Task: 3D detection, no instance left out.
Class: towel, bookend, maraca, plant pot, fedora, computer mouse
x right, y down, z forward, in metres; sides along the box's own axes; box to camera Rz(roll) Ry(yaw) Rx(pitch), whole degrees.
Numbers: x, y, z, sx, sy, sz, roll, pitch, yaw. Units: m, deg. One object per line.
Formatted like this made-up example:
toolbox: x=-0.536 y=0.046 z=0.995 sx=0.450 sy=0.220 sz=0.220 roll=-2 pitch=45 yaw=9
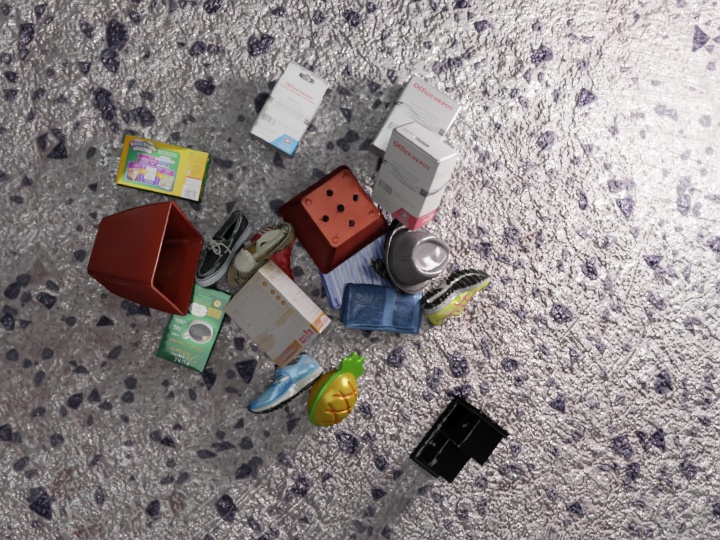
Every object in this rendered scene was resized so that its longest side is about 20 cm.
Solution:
towel: x=0.000 y=0.000 z=1.799 sx=0.200 sy=0.024 sz=0.145 roll=-19 pitch=90 yaw=-9
bookend: x=0.231 y=0.419 z=1.734 sx=0.092 sy=0.199 sz=0.200 roll=39 pitch=86 yaw=-8
maraca: x=-0.055 y=0.285 z=1.738 sx=0.107 sy=0.137 sz=0.200 roll=30 pitch=86 yaw=29
plant pot: x=-0.487 y=-0.028 z=1.629 sx=0.176 sy=0.200 sz=0.200 roll=4 pitch=68 yaw=10
fedora: x=0.147 y=-0.034 z=1.725 sx=0.200 sy=0.090 sz=0.177 roll=2 pitch=86 yaw=-48
towel: x=0.053 y=0.092 z=1.774 sx=0.200 sy=0.049 sz=0.112 roll=7 pitch=97 yaw=-13
computer mouse: x=0.085 y=-0.053 z=1.766 sx=0.138 sy=0.053 sz=0.200 roll=40 pitch=59 yaw=-37
plant pot: x=-0.055 y=-0.133 z=1.701 sx=0.200 sy=0.176 sz=0.200 roll=-35 pitch=90 yaw=-9

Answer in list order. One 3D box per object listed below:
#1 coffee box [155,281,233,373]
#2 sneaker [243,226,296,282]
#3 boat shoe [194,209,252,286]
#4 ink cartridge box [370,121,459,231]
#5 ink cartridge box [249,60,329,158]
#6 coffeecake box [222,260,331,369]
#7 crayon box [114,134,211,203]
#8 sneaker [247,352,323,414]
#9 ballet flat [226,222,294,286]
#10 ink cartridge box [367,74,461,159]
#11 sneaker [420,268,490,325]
coffee box: x=-0.395 y=0.131 z=1.733 sx=0.123 sy=0.044 sz=0.200 roll=19 pitch=87 yaw=-5
sneaker: x=-0.179 y=-0.020 z=1.745 sx=0.115 sy=0.078 sz=0.200 roll=-40 pitch=96 yaw=-4
boat shoe: x=-0.327 y=-0.055 z=1.698 sx=0.074 sy=0.068 sz=0.199 roll=23 pitch=65 yaw=32
ink cartridge box: x=0.122 y=-0.218 z=1.675 sx=0.146 sy=0.200 sz=0.085 roll=40 pitch=46 yaw=23
ink cartridge box: x=-0.170 y=-0.386 z=1.751 sx=0.116 sy=0.067 sz=0.200 roll=29 pitch=87 yaw=-6
coffeecake box: x=-0.194 y=0.103 z=1.686 sx=0.200 sy=0.073 sz=0.154 roll=46 pitch=118 yaw=-1
crayon box: x=-0.465 y=-0.239 z=1.718 sx=0.200 sy=0.058 sz=0.119 roll=12 pitch=88 yaw=-7
sneaker: x=-0.191 y=0.273 z=1.756 sx=0.200 sy=0.078 sz=0.090 roll=-34 pitch=77 yaw=-11
ballet flat: x=-0.236 y=-0.046 z=1.679 sx=0.200 sy=0.075 sz=0.068 roll=-41 pitch=76 yaw=-12
ink cartridge box: x=0.132 y=-0.351 z=1.781 sx=0.145 sy=0.083 sz=0.200 roll=31 pitch=86 yaw=-6
sneaker: x=0.239 y=0.067 z=1.808 sx=0.200 sy=0.078 sz=0.090 roll=-29 pitch=126 yaw=-15
